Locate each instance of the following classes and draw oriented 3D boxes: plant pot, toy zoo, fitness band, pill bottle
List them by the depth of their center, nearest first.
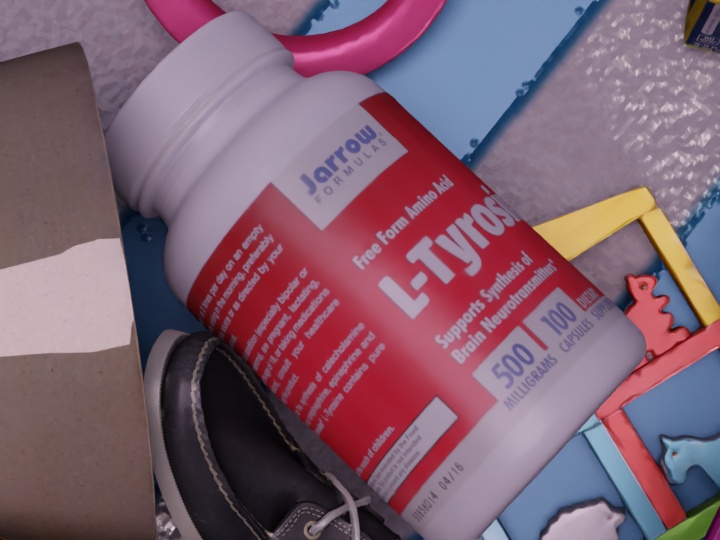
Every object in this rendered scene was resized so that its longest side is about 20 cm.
[{"bbox_3d":[-0.186,0.023,0.762,0.199,0.187,0.189,-8,89,-11],"label":"plant pot"},{"bbox_3d":[0.000,0.000,0.794,0.200,0.112,0.112,43,91,7],"label":"pill bottle"},{"bbox_3d":[-0.023,-0.170,0.825,0.142,0.037,0.201,1,110,-6],"label":"fitness band"},{"bbox_3d":[0.095,0.058,0.852,0.131,0.020,0.201,-31,88,3],"label":"toy zoo"}]

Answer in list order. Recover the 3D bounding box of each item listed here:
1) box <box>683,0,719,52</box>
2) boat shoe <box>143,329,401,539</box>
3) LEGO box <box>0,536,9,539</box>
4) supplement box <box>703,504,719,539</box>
[{"bbox_3d":[0.231,-0.104,0.820,0.199,0.070,0.065,13,81,3],"label":"box"},{"bbox_3d":[-0.018,0.096,0.793,0.067,0.072,0.201,-12,126,25],"label":"boat shoe"},{"bbox_3d":[-0.047,0.170,0.709,0.199,0.149,0.078,23,80,26],"label":"LEGO box"},{"bbox_3d":[0.128,0.174,0.697,0.103,0.101,0.200,26,56,13],"label":"supplement box"}]
